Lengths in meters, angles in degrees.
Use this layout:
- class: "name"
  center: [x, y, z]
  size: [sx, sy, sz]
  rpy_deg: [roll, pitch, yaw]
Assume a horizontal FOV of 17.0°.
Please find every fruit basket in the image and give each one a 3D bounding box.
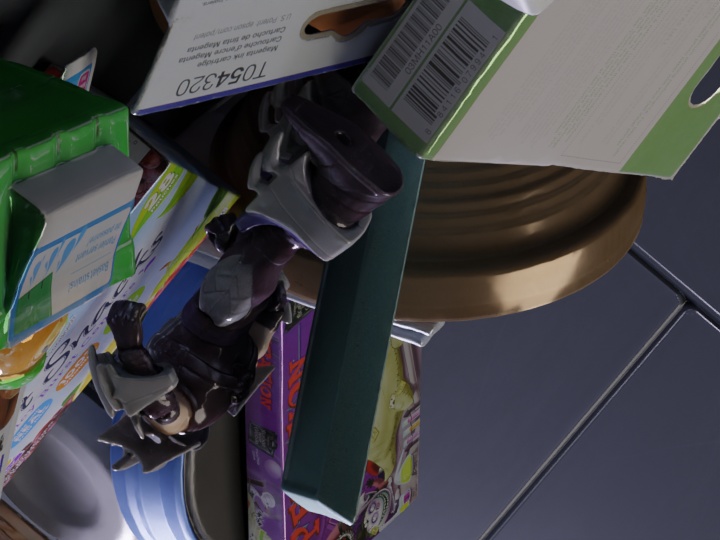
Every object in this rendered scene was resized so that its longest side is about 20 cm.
- class: "fruit basket"
  center: [-0.138, 0.035, 0.788]
  size: [0.185, 0.094, 0.200]
  rpy_deg: [-35, 137, -67]

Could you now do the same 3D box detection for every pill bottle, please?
- class: "pill bottle"
  center: [-0.098, 0.045, 1.246]
  size: [0.200, 0.112, 0.112]
  rpy_deg: [-44, 172, -36]

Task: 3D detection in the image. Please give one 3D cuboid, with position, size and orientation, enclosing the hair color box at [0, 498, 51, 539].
- class: "hair color box"
  center: [-0.206, 0.167, 1.272]
  size: [0.061, 0.100, 0.200]
  rpy_deg: [-51, 174, 0]

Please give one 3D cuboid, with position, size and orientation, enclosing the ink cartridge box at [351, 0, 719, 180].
- class: "ink cartridge box"
  center: [0.103, -0.106, 0.938]
  size: [0.200, 0.048, 0.146]
  rpy_deg: [-1, 132, -57]

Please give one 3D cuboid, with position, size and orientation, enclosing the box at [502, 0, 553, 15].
- class: "box"
  center: [0.058, -0.205, 0.648]
  size: [0.200, 0.105, 0.184]
  rpy_deg: [-48, 156, -7]

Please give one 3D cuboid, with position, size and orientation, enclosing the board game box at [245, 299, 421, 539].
- class: "board game box"
  center: [-0.012, 0.061, 1.177]
  size: [0.120, 0.032, 0.200]
  rpy_deg: [-35, 138, -39]

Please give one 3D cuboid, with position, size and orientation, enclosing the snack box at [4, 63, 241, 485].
- class: "snack box"
  center: [-0.146, 0.021, 0.967]
  size: [0.200, 0.068, 0.169]
  rpy_deg: [-52, 173, 1]

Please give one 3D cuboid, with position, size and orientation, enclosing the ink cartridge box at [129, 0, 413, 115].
- class: "ink cartridge box"
  center: [0.015, -0.155, 0.836]
  size: [0.196, 0.043, 0.200]
  rpy_deg: [-18, 149, -42]

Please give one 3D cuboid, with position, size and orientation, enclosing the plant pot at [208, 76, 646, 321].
- class: "plant pot"
  center: [0.031, -0.070, 1.074]
  size: [0.201, 0.201, 0.093]
  rpy_deg: [-43, 144, -45]

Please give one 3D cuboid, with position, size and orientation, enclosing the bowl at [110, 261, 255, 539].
- class: "bowl"
  center: [-0.045, 0.055, 1.185]
  size: [0.201, 0.039, 0.201]
  rpy_deg: [-38, 139, -43]

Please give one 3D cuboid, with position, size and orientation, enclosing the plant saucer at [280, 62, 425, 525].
- class: "plant saucer"
  center: [0.000, 0.000, 0.969]
  size: [0.070, 0.019, 0.200]
  rpy_deg: [179, -77, -73]

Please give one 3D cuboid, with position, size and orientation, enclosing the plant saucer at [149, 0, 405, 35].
- class: "plant saucer"
  center: [0.007, -0.148, 0.928]
  size: [0.200, 0.032, 0.200]
  rpy_deg: [-35, 157, -17]

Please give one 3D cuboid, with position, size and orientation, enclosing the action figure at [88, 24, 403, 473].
- class: "action figure"
  center: [-0.050, 0.005, 0.958]
  size: [0.200, 0.069, 0.130]
  rpy_deg: [-56, -178, 32]

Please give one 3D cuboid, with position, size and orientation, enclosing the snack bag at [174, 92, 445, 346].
- class: "snack bag"
  center: [0.000, -0.046, 1.137]
  size: [0.200, 0.188, 0.021]
  rpy_deg: [-43, 143, -45]
